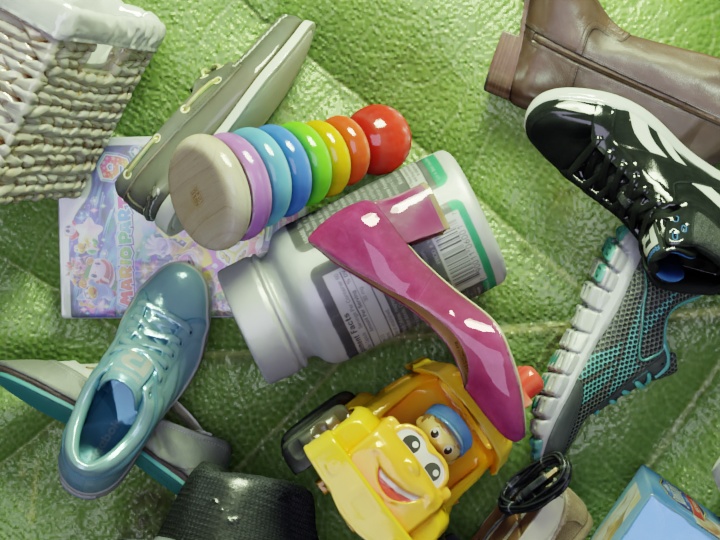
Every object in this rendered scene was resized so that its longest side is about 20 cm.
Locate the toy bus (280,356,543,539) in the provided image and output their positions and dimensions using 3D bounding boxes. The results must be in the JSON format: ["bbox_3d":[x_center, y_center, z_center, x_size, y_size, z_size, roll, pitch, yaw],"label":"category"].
[{"bbox_3d":[0.052,0.127,1.383,0.192,0.200,0.136,-36,89,-2],"label":"toy bus"}]

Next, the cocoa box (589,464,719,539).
[{"bbox_3d":[0.211,0.270,1.403,0.131,0.133,0.201,34,96,3],"label":"cocoa box"}]

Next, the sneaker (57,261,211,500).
[{"bbox_3d":[-0.165,0.078,1.408,0.074,0.082,0.201,23,72,-3],"label":"sneaker"}]

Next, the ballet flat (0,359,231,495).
[{"bbox_3d":[-0.192,0.110,1.474,0.199,0.067,0.064,31,68,2],"label":"ballet flat"}]

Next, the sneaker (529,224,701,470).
[{"bbox_3d":[0.196,0.069,1.424,0.091,0.078,0.201,25,97,-1],"label":"sneaker"}]

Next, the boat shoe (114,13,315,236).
[{"bbox_3d":[-0.109,-0.122,1.427,0.060,0.072,0.202,33,78,13],"label":"boat shoe"}]

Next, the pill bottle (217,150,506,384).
[{"bbox_3d":[0.000,0.000,1.405,0.199,0.113,0.114,-25,91,-1],"label":"pill bottle"}]

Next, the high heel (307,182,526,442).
[{"bbox_3d":[0.043,0.041,1.312,0.095,0.067,0.201,-23,87,-11],"label":"high heel"}]

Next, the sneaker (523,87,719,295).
[{"bbox_3d":[0.205,-0.054,1.369,0.199,0.112,0.073,28,129,-3],"label":"sneaker"}]

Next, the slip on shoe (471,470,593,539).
[{"bbox_3d":[0.099,0.244,1.450,0.060,0.076,0.200,35,98,-29],"label":"slip on shoe"}]

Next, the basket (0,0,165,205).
[{"bbox_3d":[-0.283,-0.158,1.384,0.199,0.198,0.162,26,99,11],"label":"basket"}]

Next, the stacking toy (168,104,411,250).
[{"bbox_3d":[-0.043,-0.079,1.396,0.199,0.085,0.086,-19,92,-38],"label":"stacking toy"}]

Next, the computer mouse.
[{"bbox_3d":[0.083,0.205,1.417,0.034,0.059,0.200,36,106,-28],"label":"computer mouse"}]

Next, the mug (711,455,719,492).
[{"bbox_3d":[0.371,0.145,1.388,0.175,0.148,0.200,34,66,9],"label":"mug"}]

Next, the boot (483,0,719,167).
[{"bbox_3d":[0.215,-0.181,1.409,0.199,0.064,0.187,22,108,7],"label":"boot"}]

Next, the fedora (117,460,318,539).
[{"bbox_3d":[-0.085,0.200,1.406,0.199,0.201,0.092,16,78,4],"label":"fedora"}]

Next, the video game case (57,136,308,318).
[{"bbox_3d":[-0.140,-0.035,1.474,0.198,0.018,0.144,-1,94,5],"label":"video game case"}]
